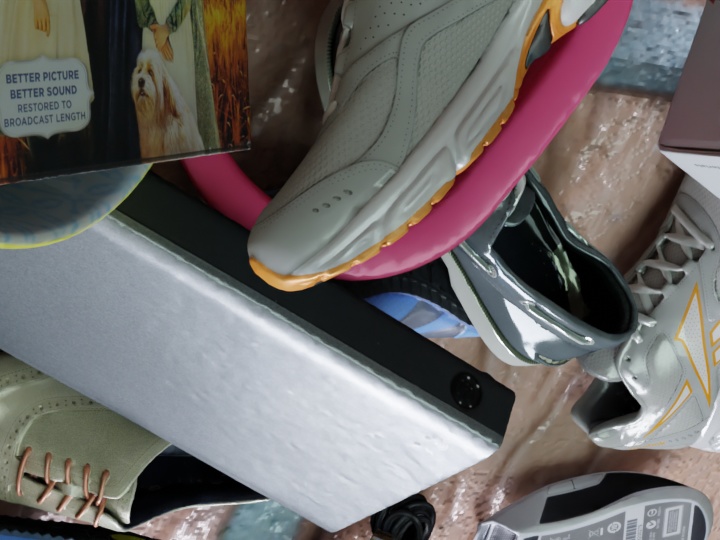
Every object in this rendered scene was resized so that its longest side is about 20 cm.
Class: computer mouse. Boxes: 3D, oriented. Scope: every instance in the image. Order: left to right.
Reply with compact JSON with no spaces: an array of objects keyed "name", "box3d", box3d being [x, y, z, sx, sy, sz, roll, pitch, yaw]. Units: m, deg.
[{"name":"computer mouse","box3d":[0.092,0.147,0.953,0.198,0.044,0.111,-9,126,-12]}]

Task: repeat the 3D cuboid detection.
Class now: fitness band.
[{"name":"fitness band","box3d":[0.016,-0.092,0.657,0.143,0.037,0.201,38,93,-14]}]

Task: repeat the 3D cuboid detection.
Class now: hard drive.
[{"name":"hard drive","box3d":[-0.058,0.030,0.690,0.199,0.033,0.139,31,147,-16]}]

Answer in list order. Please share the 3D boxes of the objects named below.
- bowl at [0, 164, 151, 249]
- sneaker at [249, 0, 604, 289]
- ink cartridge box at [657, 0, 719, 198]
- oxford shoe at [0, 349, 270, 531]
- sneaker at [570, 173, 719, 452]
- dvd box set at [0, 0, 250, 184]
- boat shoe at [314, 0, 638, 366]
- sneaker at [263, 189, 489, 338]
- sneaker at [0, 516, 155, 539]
[{"name":"bowl","box3d":[-0.146,-0.109,0.553,0.107,0.201,0.201,2,144,30]},{"name":"sneaker","box3d":[0.016,-0.086,0.601,0.092,0.076,0.200,40,79,-6]},{"name":"ink cartridge box","box3d":[0.233,-0.073,0.763,0.199,0.082,0.147,30,76,-41]},{"name":"oxford shoe","box3d":[-0.125,0.073,0.755,0.198,0.074,0.071,-4,132,-22]},{"name":"sneaker","box3d":[0.151,0.017,0.851,0.091,0.076,0.202,-8,129,-15]},{"name":"dvd box set","box3d":[-0.085,-0.130,0.522,0.146,0.029,0.202,-14,104,-59]},{"name":"boat shoe","box3d":[0.053,-0.037,0.728,0.201,0.061,0.073,55,53,-31]},{"name":"sneaker","box3d":[0.000,0.000,0.777,0.199,0.067,0.078,2,167,-42]},{"name":"sneaker","box3d":[-0.139,0.154,0.795,0.199,0.066,0.079,13,85,-36]}]
